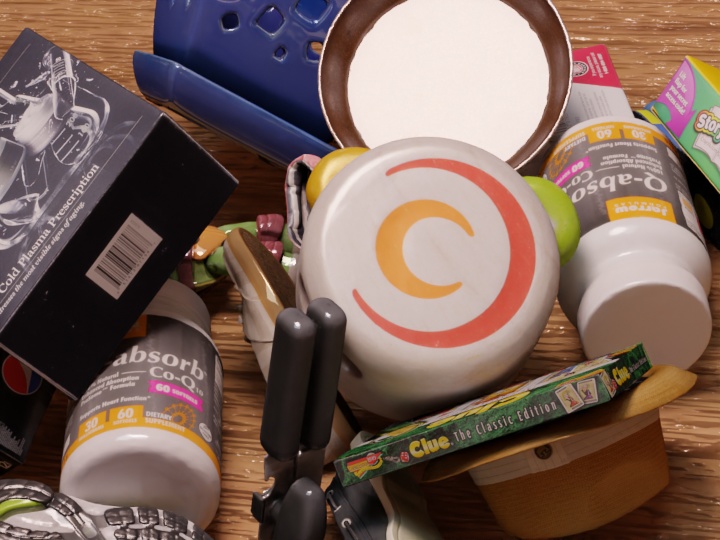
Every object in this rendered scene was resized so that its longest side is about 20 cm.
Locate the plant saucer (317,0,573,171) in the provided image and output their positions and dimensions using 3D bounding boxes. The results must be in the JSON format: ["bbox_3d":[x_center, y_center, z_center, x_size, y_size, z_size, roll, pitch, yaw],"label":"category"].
[{"bbox_3d":[0.067,-0.149,1.820,0.199,0.035,0.202,-3,71,7],"label":"plant saucer"}]

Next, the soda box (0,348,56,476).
[{"bbox_3d":[-0.260,0.060,1.785,0.071,0.063,0.201,-31,31,50],"label":"soda box"}]

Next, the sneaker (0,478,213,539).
[{"bbox_3d":[-0.179,0.207,1.626,0.199,0.081,0.074,18,45,6],"label":"sneaker"}]

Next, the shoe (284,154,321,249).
[{"bbox_3d":[0.000,0.000,1.777,0.091,0.071,0.201,9,51,-33],"label":"shoe"}]

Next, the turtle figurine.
[{"bbox_3d":[-0.115,-0.052,1.852,0.193,0.144,0.201,6,80,-4],"label":"turtle figurine"}]

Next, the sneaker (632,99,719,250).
[{"bbox_3d":[0.287,-0.082,1.861,0.078,0.066,0.200,-17,38,-12],"label":"sneaker"}]

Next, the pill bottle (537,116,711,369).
[{"bbox_3d":[0.199,-0.016,1.748,0.116,0.117,0.201,-10,37,3],"label":"pill bottle"}]

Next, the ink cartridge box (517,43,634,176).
[{"bbox_3d":[0.122,-0.096,1.909,0.199,0.084,0.146,-13,37,1],"label":"ink cartridge box"}]

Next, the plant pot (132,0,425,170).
[{"bbox_3d":[-0.074,-0.189,1.938,0.181,0.199,0.200,-63,19,1],"label":"plant pot"}]

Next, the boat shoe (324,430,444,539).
[{"bbox_3d":[0.017,0.194,1.593,0.066,0.074,0.200,-45,40,16],"label":"boat shoe"}]

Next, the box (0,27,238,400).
[{"bbox_3d":[-0.225,-0.043,1.695,0.182,0.104,0.200,31,83,42],"label":"box"}]

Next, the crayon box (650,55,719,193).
[{"bbox_3d":[0.333,-0.065,1.754,0.172,0.058,0.200,18,24,-31],"label":"crayon box"}]

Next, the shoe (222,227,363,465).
[{"bbox_3d":[-0.062,0.057,1.742,0.053,0.070,0.201,-33,66,12],"label":"shoe"}]

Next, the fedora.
[{"bbox_3d":[0.143,0.130,1.591,0.199,0.082,0.201,-21,3,1],"label":"fedora"}]

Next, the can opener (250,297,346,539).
[{"bbox_3d":[-0.036,0.113,1.606,0.052,0.201,0.066,-18,38,-35],"label":"can opener"}]

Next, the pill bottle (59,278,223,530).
[{"bbox_3d":[-0.158,0.101,1.713,0.116,0.117,0.201,-9,38,4],"label":"pill bottle"}]

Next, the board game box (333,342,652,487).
[{"bbox_3d":[0.089,0.096,1.559,0.199,0.024,0.105,-20,4,24],"label":"board game box"}]

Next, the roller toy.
[{"bbox_3d":[0.043,0.009,1.668,0.199,0.140,0.183,17,72,1],"label":"roller toy"}]
